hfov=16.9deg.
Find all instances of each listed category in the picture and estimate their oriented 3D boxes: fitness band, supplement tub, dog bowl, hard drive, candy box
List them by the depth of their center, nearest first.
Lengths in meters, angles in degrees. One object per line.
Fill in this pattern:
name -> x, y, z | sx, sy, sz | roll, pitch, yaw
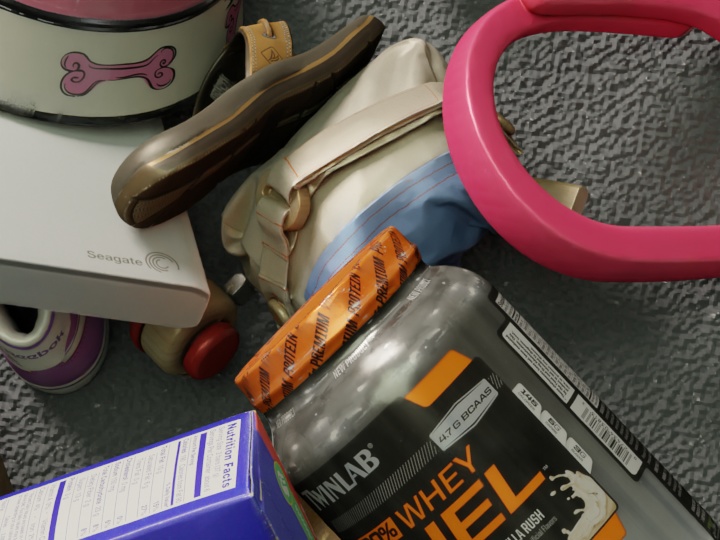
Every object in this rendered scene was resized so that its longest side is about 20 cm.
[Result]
candy box -> -0.103, 0.170, 1.013 | 0.199, 0.077, 0.170 | -19, 117, 9
supplement tub -> 0.048, 0.085, 1.033 | 0.123, 0.123, 0.200 | -45, 93, -5
fitness band -> 0.127, -0.065, 1.117 | 0.199, 0.037, 0.145 | -2, 73, -31
hard drive -> -0.151, -0.058, 1.121 | 0.131, 0.027, 0.201 | 9, 39, -26
dog bowl -> -0.142, -0.163, 1.153 | 0.199, 0.074, 0.201 | 13, 42, -12

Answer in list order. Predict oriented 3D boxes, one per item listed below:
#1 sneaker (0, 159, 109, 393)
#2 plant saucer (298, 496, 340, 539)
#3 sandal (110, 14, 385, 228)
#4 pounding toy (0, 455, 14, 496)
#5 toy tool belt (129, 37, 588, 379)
sneaker -> -0.171, -0.048, 1.164 | 0.072, 0.114, 0.202 | -22, 73, 3
plant saucer -> 0.040, 0.160, 1.121 | 0.198, 0.035, 0.202 | -2, 77, 7
sandal -> -0.055, -0.080, 1.125 | 0.055, 0.082, 0.200 | 46, 45, 9
pounding toy -> -0.232, 0.136, 1.094 | 0.183, 0.201, 0.143 | -8, 40, 5
toy tool belt -> 0.000, 0.000, 1.125 | 0.200, 0.125, 0.123 | -44, 66, -4
